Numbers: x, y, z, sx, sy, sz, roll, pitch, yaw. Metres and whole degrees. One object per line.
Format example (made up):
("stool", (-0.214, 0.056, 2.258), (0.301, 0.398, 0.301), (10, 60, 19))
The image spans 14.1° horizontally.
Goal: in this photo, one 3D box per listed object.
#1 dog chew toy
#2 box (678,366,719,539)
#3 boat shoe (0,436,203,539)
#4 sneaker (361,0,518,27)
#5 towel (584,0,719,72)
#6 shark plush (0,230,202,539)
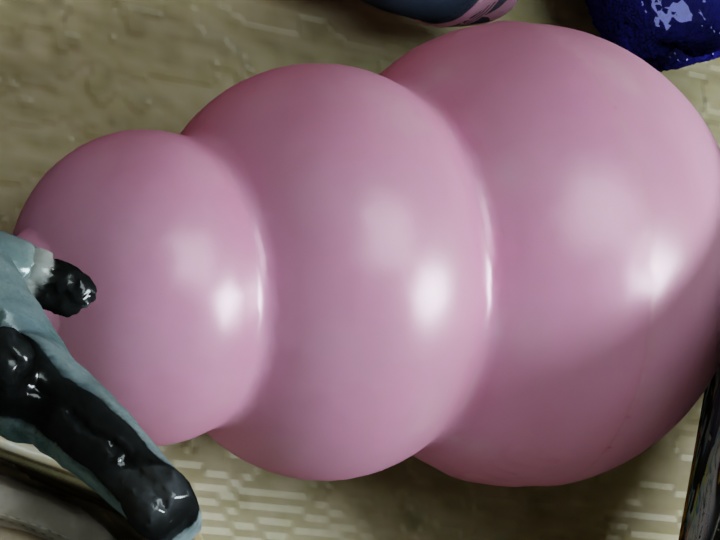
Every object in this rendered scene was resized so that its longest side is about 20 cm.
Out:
("dog chew toy", (0.000, 0.000, 0.755), (0.199, 0.124, 0.125), (-6, 75, -29))
("box", (0.122, 0.015, 0.805), (0.040, 0.137, 0.201), (13, 48, 4))
("boat shoe", (-0.130, 0.051, 0.669), (0.199, 0.065, 0.073), (19, 61, -29))
("sneaker", (0.012, -0.163, 0.873), (0.082, 0.070, 0.201), (31, 53, -49))
("towel", (0.099, -0.161, 0.939), (0.147, 0.050, 0.201), (-13, 78, -36))
("shark plush", (-0.093, -0.011, 0.658), (0.083, 0.200, 0.091), (12, 100, -47))
